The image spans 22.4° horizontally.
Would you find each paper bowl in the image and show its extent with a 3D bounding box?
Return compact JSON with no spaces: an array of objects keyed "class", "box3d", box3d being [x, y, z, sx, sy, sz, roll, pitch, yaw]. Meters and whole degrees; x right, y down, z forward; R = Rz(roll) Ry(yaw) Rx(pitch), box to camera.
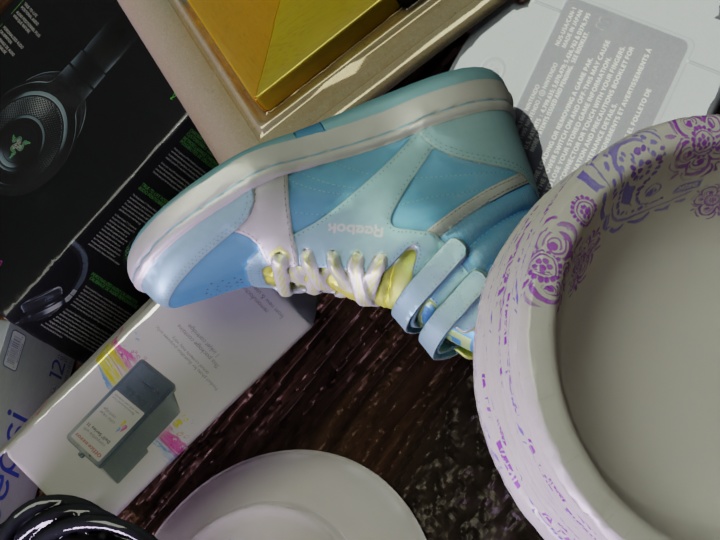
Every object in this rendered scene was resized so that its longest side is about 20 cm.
[{"class":"paper bowl","box3d":[0.145,0.042,0.781,0.104,0.199,0.202,141,146,-69]}]

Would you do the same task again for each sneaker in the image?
[{"class":"sneaker","box3d":[0.000,0.000,0.835,0.199,0.080,0.131,-25,74,-1]}]

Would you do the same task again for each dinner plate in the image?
[{"class":"dinner plate","box3d":[-0.051,0.185,0.921,0.199,0.024,0.202,-14,60,26]}]

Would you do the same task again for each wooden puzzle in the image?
[{"class":"wooden puzzle","box3d":[-0.029,-0.163,0.932,0.200,0.037,0.186,-39,61,10]}]

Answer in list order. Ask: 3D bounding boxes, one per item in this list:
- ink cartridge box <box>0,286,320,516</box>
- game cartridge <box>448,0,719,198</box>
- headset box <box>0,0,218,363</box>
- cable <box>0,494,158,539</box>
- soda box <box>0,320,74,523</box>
[{"class":"ink cartridge box","box3d":[-0.114,0.065,0.953,0.200,0.117,0.067,-44,95,7]},{"class":"game cartridge","box3d":[0.098,-0.060,0.889,0.132,0.041,0.201,25,87,16]},{"class":"headset box","box3d":[-0.150,-0.078,1.053,0.200,0.093,0.174,-47,53,4]},{"class":"cable","box3d":[-0.148,0.205,0.902,0.164,0.051,0.200,54,130,6]},{"class":"soda box","box3d":[-0.232,0.130,1.033,0.068,0.063,0.202,3,69,33]}]
